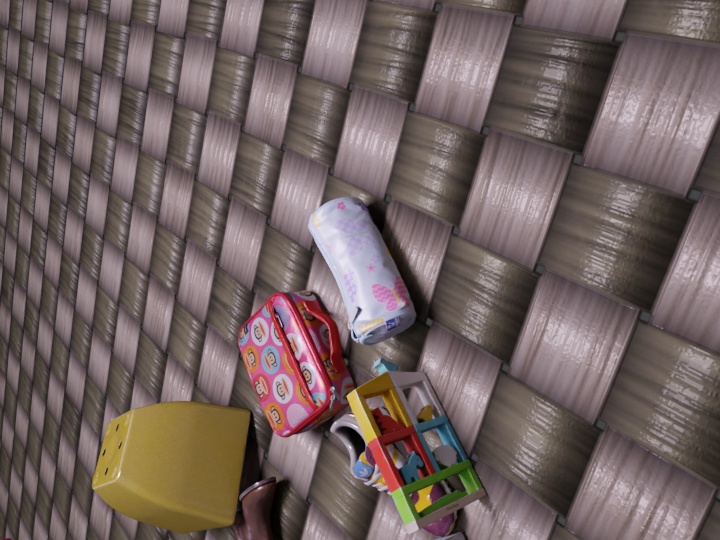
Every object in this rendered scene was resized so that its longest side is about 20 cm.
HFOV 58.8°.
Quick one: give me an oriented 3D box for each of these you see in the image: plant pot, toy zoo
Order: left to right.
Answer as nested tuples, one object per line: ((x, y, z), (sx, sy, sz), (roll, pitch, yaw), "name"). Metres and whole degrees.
((-0.334, 0.328, 1.097), (0.195, 0.199, 0.195), (-28, 47, 42), "plant pot")
((0.062, 0.199, 0.776), (0.020, 0.131, 0.201), (-45, 62, 37), "toy zoo")

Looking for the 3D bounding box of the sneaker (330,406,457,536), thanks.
((0.037, 0.267, 0.833), (0.200, 0.090, 0.075), (45, 122, 35), "sneaker")

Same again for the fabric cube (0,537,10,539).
((-1.231, 1.045, 2.104), (0.199, 0.196, 0.201), (18, 105, 44), "fabric cube")

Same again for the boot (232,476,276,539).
((-0.138, 0.461, 1.042), (0.200, 0.064, 0.187), (57, 141, 31), "boot")

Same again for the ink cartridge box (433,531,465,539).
((0.067, 0.439, 0.817), (0.200, 0.084, 0.147), (-39, 65, 39), "ink cartridge box")

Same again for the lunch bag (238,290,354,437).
((-0.092, 0.135, 0.972), (0.176, 0.082, 0.201), (-42, 65, 34), "lunch bag")

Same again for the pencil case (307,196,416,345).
((0.000, 0.000, 0.858), (0.083, 0.090, 0.201), (88, 161, -68), "pencil case")
